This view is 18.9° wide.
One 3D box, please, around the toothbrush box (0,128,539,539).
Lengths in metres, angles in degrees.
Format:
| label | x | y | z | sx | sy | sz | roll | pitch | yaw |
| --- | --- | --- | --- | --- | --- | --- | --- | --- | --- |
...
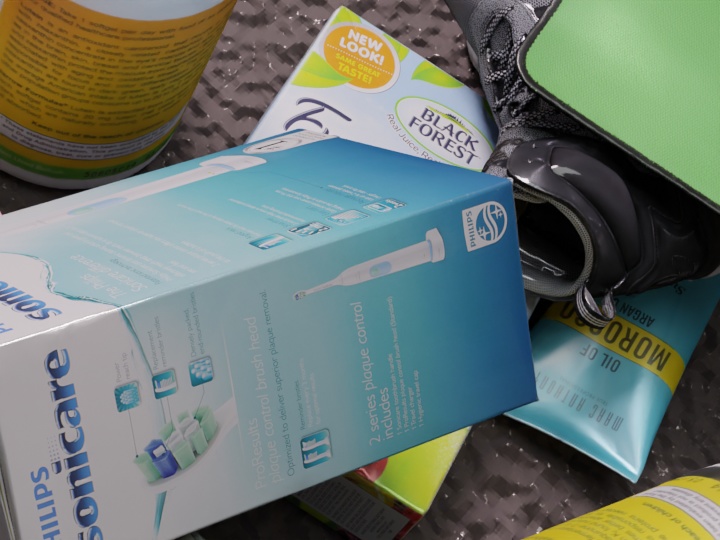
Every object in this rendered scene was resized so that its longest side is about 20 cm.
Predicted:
| label | x | y | z | sx | sy | sz | roll | pitch | yaw |
| --- | --- | --- | --- | --- | --- | --- | --- | --- | --- |
| toothbrush box | -0.062 | 0.022 | 0.749 | 0.199 | 0.146 | 0.086 | -18 | 109 | -30 |

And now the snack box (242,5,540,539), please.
| label | x | y | z | sx | sy | sz | roll | pitch | yaw |
| --- | --- | --- | --- | --- | --- | --- | --- | --- | --- |
| snack box | 0.000 | 0.000 | 0.916 | 0.142 | 0.053 | 0.200 | 34 | 54 | -3 |

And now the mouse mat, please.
| label | x | y | z | sx | sy | sz | roll | pitch | yaw |
| --- | --- | --- | --- | --- | --- | --- | --- | --- | --- |
| mouse mat | 0.172 | -0.107 | 0.911 | 0.161 | 0.008 | 0.200 | 34 | 63 | 2 |

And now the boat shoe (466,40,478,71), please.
| label | x | y | z | sx | sy | sz | roll | pitch | yaw |
| --- | --- | --- | --- | --- | --- | --- | --- | --- | --- |
| boat shoe | 0.091 | -0.181 | 1.045 | 0.072 | 0.071 | 0.201 | 11 | 57 | -15 |

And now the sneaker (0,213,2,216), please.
| label | x | y | z | sx | sy | sz | roll | pitch | yaw |
| --- | --- | --- | --- | --- | --- | --- | --- | --- | --- |
| sneaker | -0.230 | 0.000 | 0.820 | 0.199 | 0.076 | 0.105 | -12 | 41 | -11 |

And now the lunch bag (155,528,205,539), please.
| label | x | y | z | sx | sy | sz | roll | pitch | yaw |
| --- | --- | --- | --- | --- | --- | --- | --- | --- | --- |
| lunch bag | -0.126 | 0.181 | 0.711 | 0.199 | 0.139 | 0.168 | -23 | 112 | -30 |

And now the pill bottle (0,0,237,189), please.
| label | x | y | z | sx | sy | sz | roll | pitch | yaw |
| --- | --- | --- | --- | --- | --- | --- | --- | --- | --- |
| pill bottle | -0.100 | -0.127 | 0.859 | 0.111 | 0.200 | 0.111 | 10 | 59 | -16 |

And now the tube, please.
| label | x | y | z | sx | sy | sz | roll | pitch | yaw |
| --- | --- | --- | --- | --- | --- | --- | --- | --- | --- |
| tube | 0.132 | 0.005 | 0.974 | 0.077 | 0.050 | 0.200 | 25 | 57 | 17 |

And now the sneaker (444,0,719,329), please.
| label | x | y | z | sx | sy | sz | roll | pitch | yaw |
| --- | --- | --- | --- | --- | --- | --- | --- | --- | --- |
| sneaker | 0.071 | -0.068 | 0.907 | 0.114 | 0.076 | 0.200 | -28 | 76 | -38 |

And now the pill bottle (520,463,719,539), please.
| label | x | y | z | sx | sy | sz | roll | pitch | yaw |
| --- | --- | --- | --- | --- | --- | --- | --- | --- | --- |
| pill bottle | 0.086 | 0.154 | 0.825 | 0.199 | 0.114 | 0.115 | -17 | 69 | -29 |
